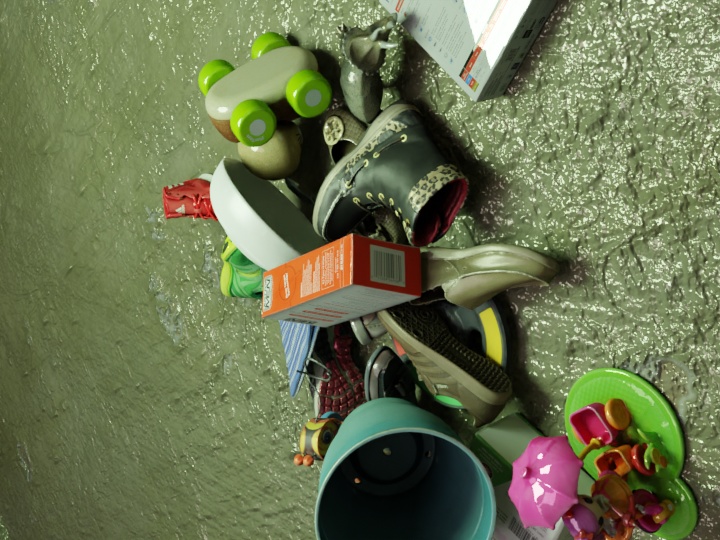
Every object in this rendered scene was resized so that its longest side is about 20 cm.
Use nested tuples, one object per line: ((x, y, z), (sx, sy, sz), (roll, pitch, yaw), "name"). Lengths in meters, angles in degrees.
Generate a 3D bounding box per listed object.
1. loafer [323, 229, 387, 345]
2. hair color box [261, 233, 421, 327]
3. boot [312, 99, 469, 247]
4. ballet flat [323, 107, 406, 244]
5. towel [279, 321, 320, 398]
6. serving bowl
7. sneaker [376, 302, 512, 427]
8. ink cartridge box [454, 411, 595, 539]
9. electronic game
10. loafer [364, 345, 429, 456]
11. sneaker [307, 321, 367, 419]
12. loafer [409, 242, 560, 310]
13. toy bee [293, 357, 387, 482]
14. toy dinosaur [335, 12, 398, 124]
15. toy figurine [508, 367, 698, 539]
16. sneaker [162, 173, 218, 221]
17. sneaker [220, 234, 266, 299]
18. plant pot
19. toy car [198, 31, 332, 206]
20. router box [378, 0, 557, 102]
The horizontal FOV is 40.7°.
((0.000, 0.000, 1.271), (0.072, 0.062, 0.202), (54, -165, -60), "loafer")
((-0.026, 0.016, 1.142), (0.199, 0.100, 0.062), (-21, 64, 51), "hair color box")
((0.034, -0.082, 1.142), (0.201, 0.073, 0.151), (-50, 49, 17), "boot")
((-0.001, -0.115, 1.245), (0.067, 0.046, 0.202), (-28, 83, 49), "ballet flat")
((-0.095, 0.056, 1.367), (0.201, 0.023, 0.146), (-105, 26, -47), "towel")
((-0.127, -0.055, 1.276), (0.066, 0.200, 0.201), (-44, 67, 11), "serving bowl")
((0.086, 0.109, 1.157), (0.200, 0.070, 0.076), (40, 129, 22), "sneaker")
((0.184, 0.299, 1.171), (0.145, 0.083, 0.202), (41, 132, 32), "ink cartridge box")
((0.106, 0.076, 1.203), (0.199, 0.041, 0.203), (22, 121, 42), "electronic game")
((0.055, 0.174, 1.257), (0.062, 0.072, 0.201), (22, 145, 30), "loafer")
((-0.042, 0.138, 1.376), (0.074, 0.080, 0.203), (4, 99, 64), "sneaker")
((0.132, 0.010, 1.096), (0.198, 0.076, 0.068), (-1, 77, 39), "loafer")
((-0.044, 0.232, 1.295), (0.200, 0.109, 0.131), (43, 146, -10), "toy bee")
((0.001, -0.227, 1.141), (0.076, 0.103, 0.202), (7, 137, 0), "toy dinosaur")
((0.237, 0.225, 1.004), (0.150, 0.183, 0.202), (-39, 76, 48), "toy figurine")
((-0.226, -0.088, 1.456), (0.199, 0.115, 0.080), (17, 117, 44), "sneaker")
((-0.161, -0.019, 1.425), (0.082, 0.075, 0.201), (14, 153, -1), "sneaker")
((0.042, 0.244, 1.126), (0.188, 0.197, 0.203), (-111, 12, -77), "plant pot")
((-0.106, -0.182, 1.290), (0.165, 0.156, 0.201), (51, 166, 48), "toy car")
((0.123, -0.315, 1.022), (0.180, 0.048, 0.201), (51, 136, 22), "router box")
